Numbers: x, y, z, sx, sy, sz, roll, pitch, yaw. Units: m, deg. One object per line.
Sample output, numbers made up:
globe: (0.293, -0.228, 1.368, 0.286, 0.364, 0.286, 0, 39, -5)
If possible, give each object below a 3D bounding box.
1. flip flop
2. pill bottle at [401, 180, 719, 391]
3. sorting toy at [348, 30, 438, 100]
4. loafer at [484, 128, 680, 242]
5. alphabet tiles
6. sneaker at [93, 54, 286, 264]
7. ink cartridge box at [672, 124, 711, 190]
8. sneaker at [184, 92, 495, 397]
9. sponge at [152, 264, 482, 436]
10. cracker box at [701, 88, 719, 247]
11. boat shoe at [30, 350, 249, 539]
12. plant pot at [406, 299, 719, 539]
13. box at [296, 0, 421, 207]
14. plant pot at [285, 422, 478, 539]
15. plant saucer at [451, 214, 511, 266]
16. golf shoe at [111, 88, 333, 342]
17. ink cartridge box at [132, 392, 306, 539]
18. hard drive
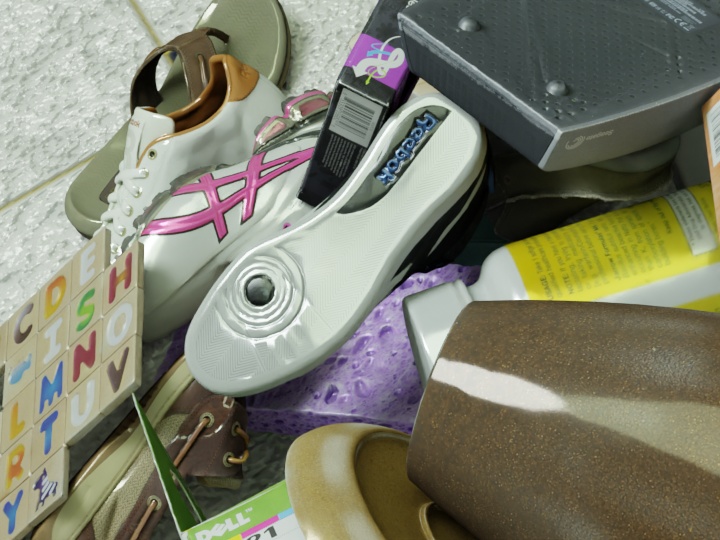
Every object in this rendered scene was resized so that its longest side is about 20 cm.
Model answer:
flip flop: (-0.114, -0.103, 1.766, 0.081, 0.058, 0.200, 24, 63, 35)
pill bottle: (0.129, 0.029, 1.507, 0.199, 0.115, 0.115, -17, 47, -3)
sorting toy: (0.121, -0.159, 1.702, 0.200, 0.070, 0.199, -37, 48, -18)
loafer: (0.104, -0.055, 1.573, 0.075, 0.070, 0.200, -25, 18, -29)
alphabet tiles: (-0.180, 0.074, 1.601, 0.200, 0.008, 0.168, -41, 36, 36)
sneaker: (-0.127, -0.044, 1.687, 0.200, 0.085, 0.073, -48, 26, -10)
ink cartridge box: (0.244, -0.141, 1.598, 0.199, 0.045, 0.177, -23, 89, 1)
sneaker: (0.000, 0.000, 1.528, 0.200, 0.112, 0.073, -44, 73, 1)
sponge: (-0.011, 0.043, 1.623, 0.199, 0.030, 0.112, 4, 53, 24)
cracker box: (0.271, -0.015, 1.458, 0.058, 0.199, 0.135, -47, 31, 40)
boat shoe: (-0.092, 0.093, 1.576, 0.072, 0.072, 0.200, 41, 83, -3)
plant pot: (0.130, 0.090, 1.383, 0.199, 0.187, 0.188, 20, 59, 12)
box: (0.031, -0.141, 1.581, 0.036, 0.143, 0.201, 25, 64, 2)
plant pot: (0.047, 0.145, 1.406, 0.027, 0.200, 0.200, -46, 44, 18)
plant saucer: (0.009, -0.035, 1.688, 0.199, 0.019, 0.070, 2, 53, 22)
golf shoe: (-0.056, -0.025, 1.625, 0.200, 0.073, 0.092, -41, 46, -20)
ink cartridge box: (-0.036, 0.155, 1.456, 0.075, 0.148, 0.200, -26, 47, 0)
hard drive: (0.126, -0.116, 1.508, 0.199, 0.043, 0.135, -22, 49, -39)
